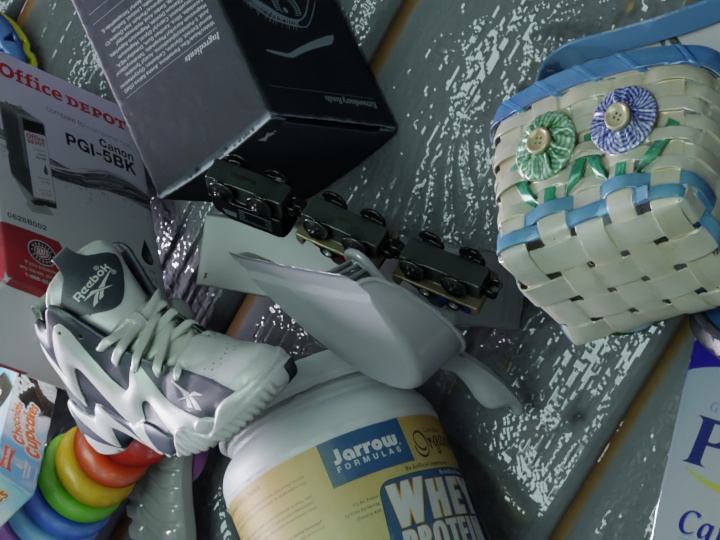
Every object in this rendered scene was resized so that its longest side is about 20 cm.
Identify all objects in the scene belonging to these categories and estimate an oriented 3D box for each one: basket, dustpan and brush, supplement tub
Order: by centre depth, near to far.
[{"bbox_3d":[0.163,-0.071,1.458,0.176,0.139,0.201,-19,37,33],"label":"basket"},{"bbox_3d":[0.029,0.041,1.598,0.057,0.200,0.139,-52,31,-18],"label":"dustpan and brush"},{"bbox_3d":[0.000,0.161,1.649,0.144,0.144,0.201,-33,71,28],"label":"supplement tub"}]

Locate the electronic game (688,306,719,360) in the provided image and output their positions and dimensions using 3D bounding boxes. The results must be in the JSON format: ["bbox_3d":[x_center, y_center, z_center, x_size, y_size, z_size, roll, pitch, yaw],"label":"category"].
[{"bbox_3d":[0.277,0.030,1.438,0.199,0.200,0.042,15,112,33],"label":"electronic game"}]

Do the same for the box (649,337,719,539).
[{"bbox_3d":[0.265,0.146,1.497,0.183,0.105,0.201,15,96,33],"label":"box"}]

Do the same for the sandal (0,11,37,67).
[{"bbox_3d":[-0.279,-0.090,1.882,0.079,0.087,0.201,-1,86,35],"label":"sandal"}]

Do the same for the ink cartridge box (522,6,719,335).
[{"bbox_3d":[0.202,-0.065,1.557,0.199,0.084,0.147,-25,73,30],"label":"ink cartridge box"}]

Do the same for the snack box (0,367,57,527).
[{"bbox_3d":[-0.257,0.121,1.812,0.037,0.200,0.116,37,115,-19],"label":"snack box"}]

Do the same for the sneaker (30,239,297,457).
[{"bbox_3d":[-0.132,0.039,1.604,0.199,0.079,0.130,-5,123,57],"label":"sneaker"}]

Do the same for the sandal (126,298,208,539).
[{"bbox_3d":[-0.124,0.114,1.796,0.082,0.050,0.204,24,114,47],"label":"sandal"}]

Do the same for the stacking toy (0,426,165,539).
[{"bbox_3d":[-0.182,0.137,1.781,0.200,0.085,0.086,-40,67,43],"label":"stacking toy"}]

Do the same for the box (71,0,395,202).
[{"bbox_3d":[-0.089,-0.151,1.719,0.104,0.148,0.201,-34,70,28],"label":"box"}]

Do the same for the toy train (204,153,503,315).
[{"bbox_3d":[-0.005,-0.018,1.605,0.199,0.046,0.034,22,60,19],"label":"toy train"}]

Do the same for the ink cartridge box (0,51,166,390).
[{"bbox_3d":[-0.214,-0.033,1.763,0.083,0.146,0.201,-37,49,31],"label":"ink cartridge box"}]

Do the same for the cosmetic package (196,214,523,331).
[{"bbox_3d":[0.000,0.000,1.693,0.199,0.082,0.051,9,93,33],"label":"cosmetic package"}]
